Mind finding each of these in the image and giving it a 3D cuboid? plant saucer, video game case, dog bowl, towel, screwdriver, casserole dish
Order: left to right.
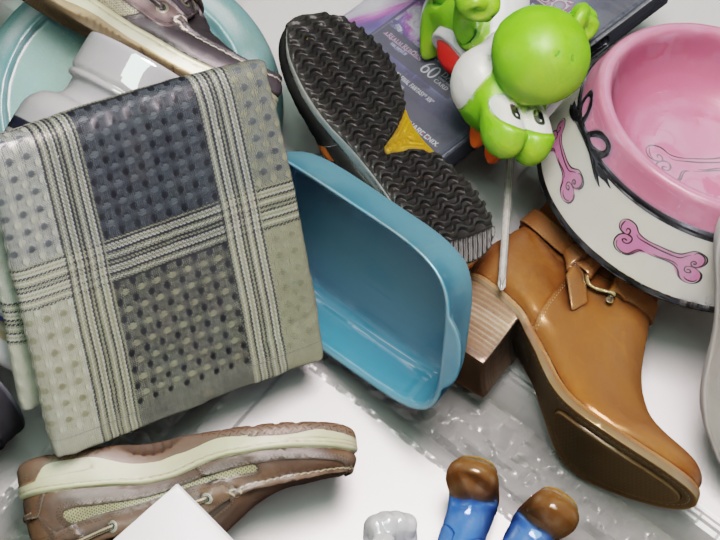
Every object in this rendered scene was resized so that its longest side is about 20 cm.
[{"bbox_3d":[-0.149,-0.104,1.623,0.200,0.027,0.201,0,78,0],"label":"plant saucer"},{"bbox_3d":[-0.122,-0.008,1.501,0.192,0.035,0.200,-20,110,-27],"label":"towel"},{"bbox_3d":[0.000,0.000,1.546,0.039,0.121,0.200,-28,48,-36],"label":"casserole dish"},{"bbox_3d":[0.079,-0.159,1.665,0.200,0.019,0.143,-38,55,-16],"label":"video game case"},{"bbox_3d":[0.093,-0.066,1.608,0.028,0.029,0.200,-2,43,10],"label":"screwdriver"},{"bbox_3d":[0.214,-0.071,1.583,0.200,0.074,0.200,10,45,-11],"label":"dog bowl"}]

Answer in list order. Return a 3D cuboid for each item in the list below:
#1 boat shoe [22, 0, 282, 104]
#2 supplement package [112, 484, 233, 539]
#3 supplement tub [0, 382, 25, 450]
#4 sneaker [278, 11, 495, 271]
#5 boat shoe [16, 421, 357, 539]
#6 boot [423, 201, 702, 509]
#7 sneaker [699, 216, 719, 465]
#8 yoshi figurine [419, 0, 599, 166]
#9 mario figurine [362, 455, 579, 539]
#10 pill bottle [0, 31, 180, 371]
[{"bbox_3d":[-0.131,-0.162,1.587,0.200,0.072,0.065,28,85,12],"label":"boat shoe"},{"bbox_3d":[-0.100,0.226,1.402,0.120,0.200,0.121,-40,73,-18],"label":"supplement package"},{"bbox_3d":[-0.291,0.130,1.492,0.107,0.107,0.200,42,70,16],"label":"supplement tub"},{"bbox_3d":[0.000,-0.064,1.592,0.070,0.090,0.200,-21,68,-35],"label":"sneaker"},{"bbox_3d":[-0.099,0.138,1.521,0.202,0.075,0.075,-8,80,1],"label":"boat shoe"},{"bbox_3d":[0.157,0.040,1.570,0.200,0.074,0.155,37,65,11],"label":"boot"},{"bbox_3d":[0.240,0.063,1.499,0.073,0.200,0.085,-11,23,-4],"label":"sneaker"},{"bbox_3d":[0.093,-0.159,1.581,0.112,0.112,0.200,-14,52,-2],"label":"yoshi figurine"},{"bbox_3d":[0.060,0.199,1.469,0.123,0.106,0.200,-1,51,36],"label":"mario figurine"},{"bbox_3d":[-0.177,-0.038,1.541,0.111,0.111,0.200,30,87,11],"label":"pill bottle"}]
